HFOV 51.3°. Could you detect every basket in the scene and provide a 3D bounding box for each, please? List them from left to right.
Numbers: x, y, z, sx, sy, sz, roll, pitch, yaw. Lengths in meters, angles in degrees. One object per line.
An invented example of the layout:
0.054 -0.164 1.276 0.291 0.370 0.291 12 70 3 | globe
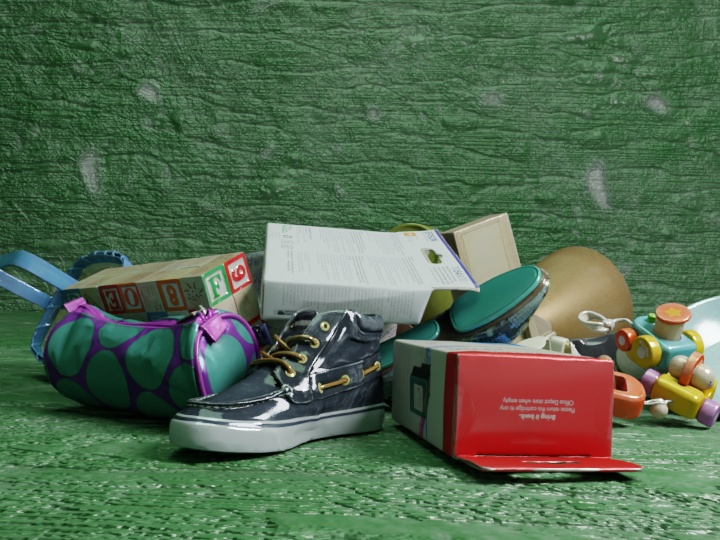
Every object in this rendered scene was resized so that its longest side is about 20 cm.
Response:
-0.314 0.039 0.828 0.199 0.141 0.174 41 -25 -32 | basket

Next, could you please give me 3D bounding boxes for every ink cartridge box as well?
0.000 0.000 0.743 0.194 0.042 0.200 2 18 -6 | ink cartridge box
0.100 0.090 0.535 0.113 0.069 0.200 3 -3 -13 | ink cartridge box

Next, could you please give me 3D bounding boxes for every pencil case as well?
-0.171 0.072 0.614 0.196 0.095 0.085 -1 14 34 | pencil case

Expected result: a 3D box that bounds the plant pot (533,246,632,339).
0.289 0.076 1.151 0.184 0.192 0.197 0 12 45 | plant pot

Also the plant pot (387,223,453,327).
0.091 0.016 1.083 0.182 0.192 0.200 1 -19 18 | plant pot

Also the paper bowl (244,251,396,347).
-0.060 0.057 0.790 0.195 0.107 0.201 8 19 -3 | paper bowl

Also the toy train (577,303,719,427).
0.257 0.075 0.697 0.146 0.057 0.200 14 28 13 | toy train

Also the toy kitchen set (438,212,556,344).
0.151 0.025 0.942 0.160 0.185 0.199 -19 7 -25 | toy kitchen set

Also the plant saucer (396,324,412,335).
0.006 0.070 1.084 0.199 0.035 0.201 39 -16 13 | plant saucer

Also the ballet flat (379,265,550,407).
0.091 0.066 0.682 0.197 0.076 0.074 -28 -13 20 | ballet flat

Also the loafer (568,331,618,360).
0.320 0.113 0.944 0.195 0.074 0.063 -2 -7 21 | loafer

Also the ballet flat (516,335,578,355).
0.188 0.100 0.748 0.071 0.074 0.198 0 -3 40 | ballet flat

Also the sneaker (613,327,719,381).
0.385 0.108 0.851 0.195 0.077 0.088 14 -26 2 | sneaker

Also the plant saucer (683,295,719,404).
0.405 0.094 0.752 0.195 0.040 0.202 -10 29 5 | plant saucer

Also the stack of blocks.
-0.182 0.056 0.705 0.196 0.118 0.058 -4 18 35 | stack of blocks

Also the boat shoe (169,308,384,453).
-0.053 0.074 0.541 0.069 0.094 0.198 0 -2 38 | boat shoe
